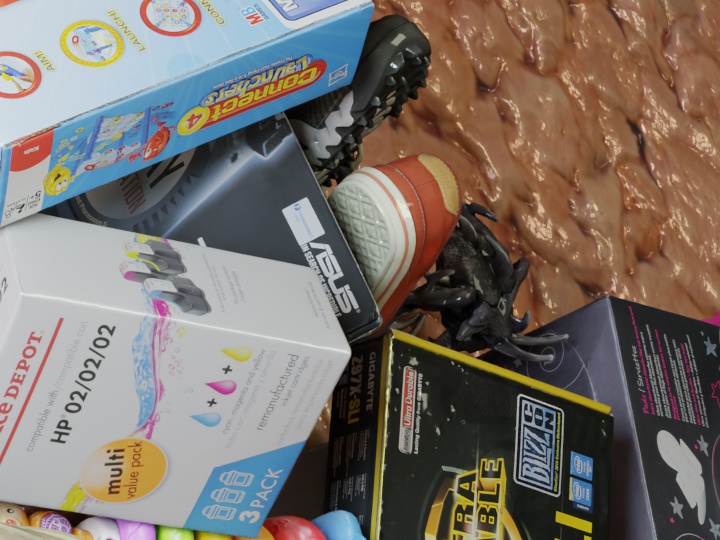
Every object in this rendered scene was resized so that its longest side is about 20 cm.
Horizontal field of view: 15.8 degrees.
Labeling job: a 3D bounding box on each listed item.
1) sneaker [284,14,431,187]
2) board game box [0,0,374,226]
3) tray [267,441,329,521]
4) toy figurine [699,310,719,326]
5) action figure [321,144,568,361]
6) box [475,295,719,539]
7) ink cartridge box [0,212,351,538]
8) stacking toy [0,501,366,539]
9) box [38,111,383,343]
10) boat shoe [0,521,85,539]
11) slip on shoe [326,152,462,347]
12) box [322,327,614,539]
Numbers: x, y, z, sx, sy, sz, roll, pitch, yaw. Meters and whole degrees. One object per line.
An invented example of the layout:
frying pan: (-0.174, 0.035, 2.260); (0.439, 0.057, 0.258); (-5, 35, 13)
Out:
sneaker: (-0.029, -0.094, 1.305); (0.066, 0.200, 0.091); (-40, 89, -23)
board game box: (-0.131, -0.136, 1.167); (0.195, 0.056, 0.200); (-24, 61, -29)
tray: (0.003, 0.187, 1.339); (0.107, 0.022, 0.201); (-15, 81, -20)
toy figurine: (0.245, 0.112, 1.673); (0.184, 0.150, 0.201); (-69, 148, -58)
action figure: (0.020, -0.009, 1.449); (0.200, 0.102, 0.119); (47, 33, 0)
box: (0.144, 0.135, 1.497); (0.115, 0.132, 0.201); (17, 57, -44)
ink cartridge box: (-0.121, 0.044, 1.147); (0.199, 0.115, 0.068); (11, 32, -26)
stacking toy: (-0.100, 0.146, 1.206); (0.200, 0.110, 0.116); (25, 54, -28)
box: (-0.102, -0.028, 1.249); (0.201, 0.160, 0.044); (65, -6, -2)
boat shoe: (-0.158, 0.139, 1.108); (0.200, 0.072, 0.065); (32, 2, -25)
slip on shoe: (0.000, 0.000, 1.337); (0.061, 0.200, 0.074); (-26, 75, -29)
box: (0.054, 0.148, 1.313); (0.159, 0.049, 0.201); (22, 63, -36)
